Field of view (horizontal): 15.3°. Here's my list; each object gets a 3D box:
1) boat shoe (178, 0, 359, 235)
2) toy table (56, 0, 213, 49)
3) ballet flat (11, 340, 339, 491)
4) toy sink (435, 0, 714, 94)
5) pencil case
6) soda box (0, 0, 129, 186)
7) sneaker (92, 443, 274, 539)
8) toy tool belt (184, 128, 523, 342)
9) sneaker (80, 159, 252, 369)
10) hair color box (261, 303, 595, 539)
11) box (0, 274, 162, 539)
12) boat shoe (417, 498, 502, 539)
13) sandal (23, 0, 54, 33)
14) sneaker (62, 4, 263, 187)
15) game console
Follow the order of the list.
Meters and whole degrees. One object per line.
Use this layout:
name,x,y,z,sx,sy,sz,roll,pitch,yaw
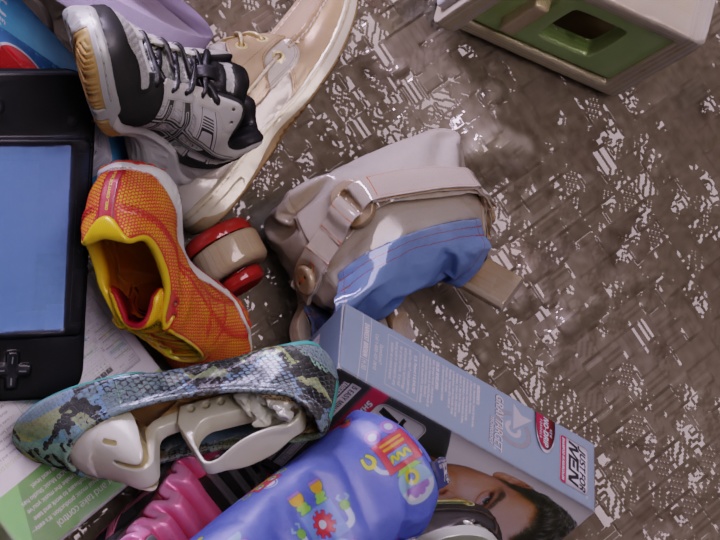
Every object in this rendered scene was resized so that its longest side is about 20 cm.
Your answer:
boat shoe,-0.072,-0.120,1.714,0.069,0.074,0.201,39,66,-16
toy table,-0.142,-0.218,1.613,0.117,0.184,0.199,-53,144,11
ballet flat,-0.109,0.093,1.571,0.198,0.074,0.075,-16,83,6
toy sink,0.125,-0.212,1.782,0.199,0.130,0.113,23,70,-18
pencil case,-0.039,0.162,1.555,0.200,0.078,0.087,-35,92,-33
soda box,-0.220,-0.120,1.605,0.200,0.064,0.068,47,23,-31
sneaker,-0.125,0.159,1.625,0.079,0.095,0.200,59,38,-14
toy tool belt,0.000,0.000,1.692,0.199,0.125,0.124,-24,79,-25
sneaker,-0.123,0.020,1.619,0.200,0.072,0.078,60,36,-44
hair color box,0.041,0.113,1.675,0.199,0.099,0.061,29,38,-21
box,-0.212,0.061,1.634,0.144,0.036,0.201,-38,93,-26
boat shoe,-0.009,0.187,1.648,0.199,0.061,0.072,-10,114,4
sandal,-0.279,-0.151,1.644,0.198,0.054,0.081,-3,79,-24
sneaker,-0.113,-0.113,1.574,0.087,0.200,0.076,-18,71,7
game console,-0.224,-0.007,1.522,0.175,0.116,0.202,-1,105,-23
